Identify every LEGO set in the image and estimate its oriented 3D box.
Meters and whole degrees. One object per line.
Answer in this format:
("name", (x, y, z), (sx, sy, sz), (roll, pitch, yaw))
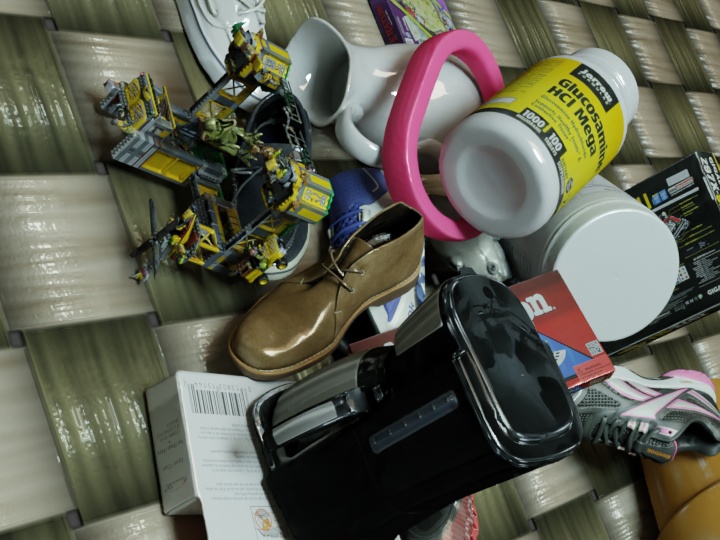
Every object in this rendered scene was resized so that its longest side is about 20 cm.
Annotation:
("LEGO set", (-0.118, -0.095, 0.939), (0.115, 0.153, 0.202), (20, 49, -46))

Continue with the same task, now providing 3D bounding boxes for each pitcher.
("pitcher", (0.038, -0.143, 1.179), (0.199, 0.121, 0.172), (12, 41, -39))

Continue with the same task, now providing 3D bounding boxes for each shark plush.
("shark plush", (0.120, -0.018, 1.189), (0.200, 0.091, 0.083), (38, -6, 36))

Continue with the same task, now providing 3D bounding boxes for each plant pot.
("plant pot", (0.381, 0.223, 1.310), (0.199, 0.200, 0.184), (22, 34, -41))

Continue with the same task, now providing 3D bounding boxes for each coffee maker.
("coffee maker", (0.049, 0.126, 0.868), (0.193, 0.199, 0.135), (55, 36, -4))

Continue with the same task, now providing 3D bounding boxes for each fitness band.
("fitness band", (0.085, -0.120, 1.125), (0.143, 0.037, 0.201), (41, 56, -38))

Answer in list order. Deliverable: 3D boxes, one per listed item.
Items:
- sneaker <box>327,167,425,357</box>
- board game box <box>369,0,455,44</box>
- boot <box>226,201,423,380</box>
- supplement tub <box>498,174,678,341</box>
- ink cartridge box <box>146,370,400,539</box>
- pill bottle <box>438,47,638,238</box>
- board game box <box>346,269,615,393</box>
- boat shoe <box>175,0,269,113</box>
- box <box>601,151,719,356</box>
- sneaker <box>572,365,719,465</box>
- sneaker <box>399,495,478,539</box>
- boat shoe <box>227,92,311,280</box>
("sneaker", (0.000, 0.001, 1.074), (0.115, 0.080, 0.201), (9, 61, -50))
("board game box", (0.046, -0.317, 1.397), (0.119, 0.032, 0.202), (-7, 72, -48))
("boot", (-0.024, 0.010, 0.964), (0.073, 0.076, 0.199), (40, 53, 20))
("supplement tub", (0.198, -0.030, 1.187), (0.132, 0.132, 0.200), (39, 7, -26))
("ink cartridge box", (-0.055, 0.168, 0.920), (0.199, 0.045, 0.178), (11, 57, -46))
("pill bottle", (0.165, -0.121, 1.104), (0.200, 0.112, 0.113), (-40, 98, -41))
("board game box", (0.099, 0.074, 1.023), (0.198, 0.020, 0.103), (-19, 64, -18))
("boat shoe", (-0.119, -0.237, 1.107), (0.073, 0.065, 0.201), (-24, 85, -55))
("box", (0.327, -0.014, 1.381), (0.049, 0.199, 0.161), (-1, 66, -49))
("sneaker", (0.271, 0.147, 1.218), (0.198, 0.081, 0.087), (-5, 44, -14))
("sneaker", (0.062, 0.163, 1.026), (0.201, 0.070, 0.099), (-70, 147, -49))
("boat shoe", (-0.074, -0.073, 1.030), (0.074, 0.063, 0.201), (4, 46, 1))
